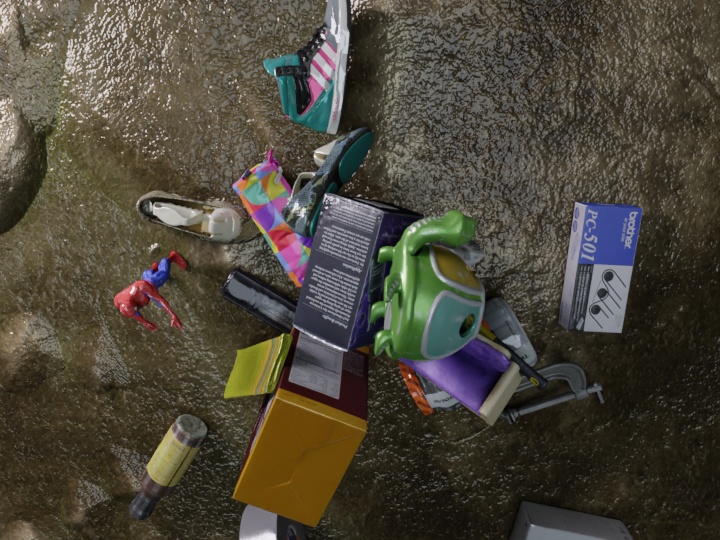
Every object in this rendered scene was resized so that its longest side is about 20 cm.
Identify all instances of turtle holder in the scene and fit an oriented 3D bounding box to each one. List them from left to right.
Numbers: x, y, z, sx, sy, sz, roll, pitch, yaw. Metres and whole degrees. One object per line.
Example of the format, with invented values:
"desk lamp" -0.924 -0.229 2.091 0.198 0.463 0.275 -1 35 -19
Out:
"turtle holder" 0.086 0.022 0.709 0.129 0.141 0.190 6 90 -4

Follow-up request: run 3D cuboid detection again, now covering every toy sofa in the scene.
"toy sofa" 0.121 0.120 0.793 0.083 0.198 0.098 -51 144 -11

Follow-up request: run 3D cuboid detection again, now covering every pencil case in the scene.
"pencil case" -0.114 -0.075 0.861 0.087 0.089 0.202 -30 105 7

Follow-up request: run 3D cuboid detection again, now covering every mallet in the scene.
"mallet" 0.183 0.103 0.816 0.200 0.041 0.066 48 141 18

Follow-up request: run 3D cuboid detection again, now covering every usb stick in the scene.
"usb stick" -0.136 0.066 0.922 0.198 0.033 0.056 32 95 -8

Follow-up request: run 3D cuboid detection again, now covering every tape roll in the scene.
"tape roll" -0.138 0.488 0.940 0.065 0.201 0.204 -15 104 3

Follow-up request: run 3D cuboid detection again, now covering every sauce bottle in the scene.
"sauce bottle" -0.338 0.344 0.972 0.064 0.065 0.202 33 100 -8

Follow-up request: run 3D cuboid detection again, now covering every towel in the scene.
"towel" -0.163 0.149 0.856 0.018 0.199 0.088 29 63 -22

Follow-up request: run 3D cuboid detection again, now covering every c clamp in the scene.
"c clamp" 0.305 0.212 0.936 0.196 0.027 0.172 -19 136 13

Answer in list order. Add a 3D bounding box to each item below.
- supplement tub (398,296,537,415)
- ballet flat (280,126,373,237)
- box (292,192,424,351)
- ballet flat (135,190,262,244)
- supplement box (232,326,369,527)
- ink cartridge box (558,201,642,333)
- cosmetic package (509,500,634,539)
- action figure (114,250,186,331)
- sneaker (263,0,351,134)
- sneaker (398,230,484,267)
"supplement tub" 0.168 0.140 0.896 0.198 0.123 0.124 -31 102 6
"ballet flat" -0.053 -0.142 0.826 0.074 0.074 0.202 35 66 -9
"box" 0.000 0.000 0.829 0.103 0.147 0.204 20 103 27
"ballet flat" -0.248 -0.078 0.863 0.195 0.075 0.069 12 101 -4
"supplement box" -0.084 0.225 0.857 0.130 0.201 0.200 22 115 -8
"ink cartridge box" 0.382 -0.004 0.902 0.092 0.044 0.205 3 104 -3
"cosmetic package" 0.377 0.495 1.012 0.196 0.074 0.104 14 103 -2
"action figure" -0.295 0.044 0.829 0.065 0.200 0.100 -31 102 8
"sneaker" -0.079 -0.307 0.808 0.118 0.084 0.205 4 105 -11
"sneaker" 0.112 -0.008 0.838 0.078 0.198 0.100 46 113 32
